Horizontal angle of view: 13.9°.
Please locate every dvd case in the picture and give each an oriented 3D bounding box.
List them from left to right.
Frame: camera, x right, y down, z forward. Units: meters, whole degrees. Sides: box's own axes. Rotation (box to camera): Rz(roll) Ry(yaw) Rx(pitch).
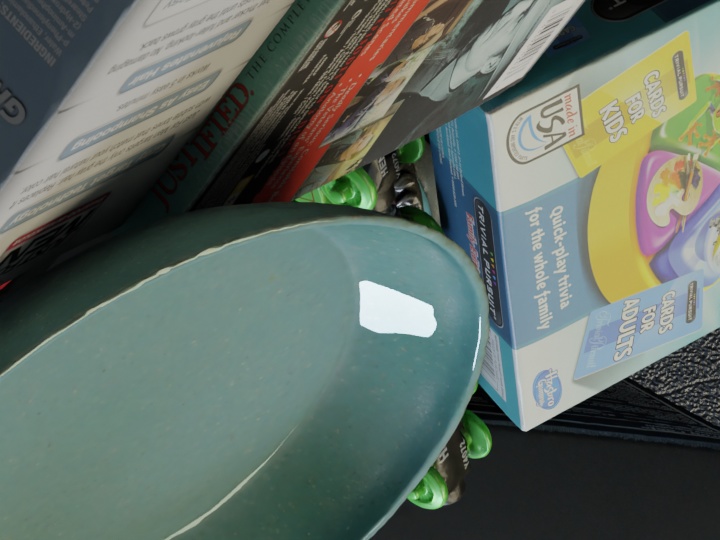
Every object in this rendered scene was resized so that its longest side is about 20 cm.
[{"bbox_3d":[0.027,-0.079,0.794,0.200,0.022,0.146,-28,161,-52],"label":"dvd case"}]

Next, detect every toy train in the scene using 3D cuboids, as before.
[{"bbox_3d":[0.000,0.000,0.996,0.042,0.056,0.200,-46,138,-36],"label":"toy train"}]

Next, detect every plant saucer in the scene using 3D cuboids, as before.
[{"bbox_3d":[-0.058,0.047,0.775,0.200,0.036,0.200,-28,150,-18],"label":"plant saucer"}]

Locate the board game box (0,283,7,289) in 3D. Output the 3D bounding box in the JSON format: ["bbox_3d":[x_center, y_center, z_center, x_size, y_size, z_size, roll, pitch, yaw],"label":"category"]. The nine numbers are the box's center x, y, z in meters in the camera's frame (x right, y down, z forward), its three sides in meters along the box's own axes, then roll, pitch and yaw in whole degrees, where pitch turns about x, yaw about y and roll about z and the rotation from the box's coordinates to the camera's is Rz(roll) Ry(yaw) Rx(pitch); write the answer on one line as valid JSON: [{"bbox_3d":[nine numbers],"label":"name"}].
[{"bbox_3d":[-0.125,0.021,0.864,0.200,0.039,0.158,-40,171,-28],"label":"board game box"}]

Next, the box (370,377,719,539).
[{"bbox_3d":[0.036,0.102,1.223,0.198,0.200,0.124,-153,-110,-74],"label":"box"}]

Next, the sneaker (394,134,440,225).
[{"bbox_3d":[0.004,-0.038,1.165,0.096,0.079,0.200,-62,178,-14],"label":"sneaker"}]

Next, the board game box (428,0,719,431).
[{"bbox_3d":[0.121,-0.051,1.000,0.200,0.047,0.151,-27,138,-16],"label":"board game box"}]

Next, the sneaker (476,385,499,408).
[{"bbox_3d":[0.083,-0.045,1.148,0.078,0.066,0.201,-3,100,-67],"label":"sneaker"}]

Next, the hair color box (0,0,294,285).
[{"bbox_3d":[-0.052,-0.077,0.659,0.200,0.061,0.099,-50,169,35],"label":"hair color box"}]

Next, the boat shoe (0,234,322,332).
[{"bbox_3d":[-0.098,0.052,0.827,0.202,0.065,0.074,-38,164,-10],"label":"boat shoe"}]
